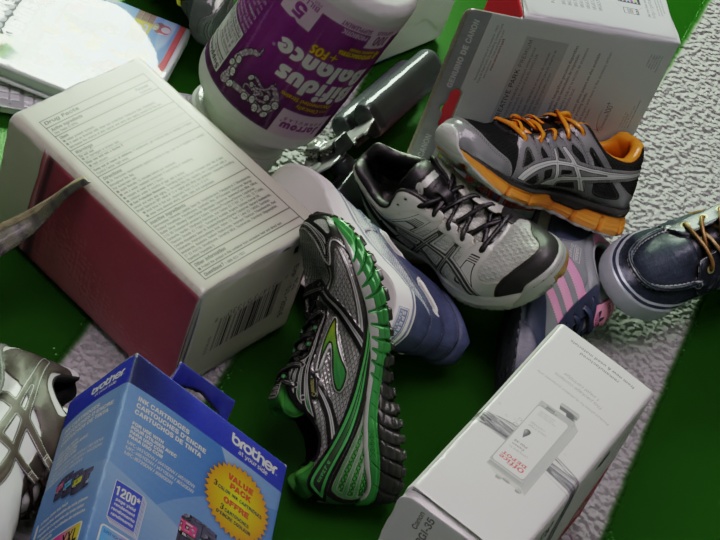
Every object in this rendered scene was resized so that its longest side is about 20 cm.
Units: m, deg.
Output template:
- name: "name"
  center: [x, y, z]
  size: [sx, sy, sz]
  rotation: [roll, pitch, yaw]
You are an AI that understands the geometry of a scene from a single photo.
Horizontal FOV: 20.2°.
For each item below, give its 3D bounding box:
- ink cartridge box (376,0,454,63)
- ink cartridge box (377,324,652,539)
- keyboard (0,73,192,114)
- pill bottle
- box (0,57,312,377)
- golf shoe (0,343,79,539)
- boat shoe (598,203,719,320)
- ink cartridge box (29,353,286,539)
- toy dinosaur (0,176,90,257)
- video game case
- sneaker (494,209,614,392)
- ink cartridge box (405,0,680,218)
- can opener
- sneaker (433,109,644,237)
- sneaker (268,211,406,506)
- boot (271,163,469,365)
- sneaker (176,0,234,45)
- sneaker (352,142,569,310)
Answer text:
- name: "ink cartridge box"
  center: [-0.024, -0.271, 1.744]
  size: [0.115, 0.068, 0.200]
  rotation: [-26, 61, -39]
- name: "ink cartridge box"
  center: [0.090, 0.152, 1.320]
  size: [0.083, 0.147, 0.200]
  rotation: [36, 45, 12]
- name: "keyboard"
  center: [-0.203, -0.131, 1.576]
  size: [0.198, 0.011, 0.057]
  rotation: [9, 45, -15]
- name: "pill bottle"
  center: [-0.053, -0.163, 1.520]
  size: [0.112, 0.200, 0.113]
  rotation: [25, 36, -20]
- name: "box"
  center: [-0.147, -0.034, 1.432]
  size: [0.200, 0.109, 0.127]
  rotation: [42, 47, 20]
- name: "golf shoe"
  center: [-0.215, 0.123, 1.274]
  size: [0.094, 0.078, 0.201]
  rotation: [8, 46, -15]
- name: "boat shoe"
  center: [0.270, -0.022, 1.572]
  size: [0.199, 0.091, 0.071]
  rotation: [-15, 71, -47]
- name: "ink cartridge box"
  center: [-0.125, 0.150, 1.251]
  size: [0.136, 0.076, 0.201]
  rotation: [39, 36, -25]
- name: "toy dinosaur"
  center: [-0.278, -0.015, 1.373]
  size: [0.200, 0.048, 0.088]
  rotation: [-41, 55, -7]
- name: "video game case"
  center: [-0.246, -0.187, 1.599]
  size: [0.198, 0.018, 0.143]
  rotation: [22, 38, -2]
- name: "sneaker"
  center: [0.151, 0.031, 1.520]
  size: [0.081, 0.070, 0.201]
  rotation: [18, 45, -2]
- name: "ink cartridge box"
  center: [0.128, -0.143, 1.583]
  size: [0.174, 0.201, 0.084]
  rotation: [8, 44, -17]
- name: "can opener"
  center: [0.008, -0.111, 1.624]
  size: [0.067, 0.052, 0.200]
  rotation: [55, 44, -16]
- name: "sneaker"
  center: [0.136, -0.088, 1.523]
  size: [0.199, 0.078, 0.078]
  rotation: [15, 17, -41]
- name: "sneaker"
  center: [-0.021, 0.060, 1.363]
  size: [0.084, 0.078, 0.202]
  rotation: [-5, 83, -12]
- name: "boot"
  center: [0.000, 0.000, 1.502]
  size: [0.090, 0.073, 0.200]
  rotation: [25, 21, -44]
- name: "sneaker"
  center: [-0.148, -0.248, 1.676]
  size: [0.084, 0.075, 0.201]
  rotation: [2, 35, -11]
- name: "sneaker"
  center: [0.064, -0.036, 1.486]
  size: [0.199, 0.088, 0.076]
  rotation: [22, 63, 44]
